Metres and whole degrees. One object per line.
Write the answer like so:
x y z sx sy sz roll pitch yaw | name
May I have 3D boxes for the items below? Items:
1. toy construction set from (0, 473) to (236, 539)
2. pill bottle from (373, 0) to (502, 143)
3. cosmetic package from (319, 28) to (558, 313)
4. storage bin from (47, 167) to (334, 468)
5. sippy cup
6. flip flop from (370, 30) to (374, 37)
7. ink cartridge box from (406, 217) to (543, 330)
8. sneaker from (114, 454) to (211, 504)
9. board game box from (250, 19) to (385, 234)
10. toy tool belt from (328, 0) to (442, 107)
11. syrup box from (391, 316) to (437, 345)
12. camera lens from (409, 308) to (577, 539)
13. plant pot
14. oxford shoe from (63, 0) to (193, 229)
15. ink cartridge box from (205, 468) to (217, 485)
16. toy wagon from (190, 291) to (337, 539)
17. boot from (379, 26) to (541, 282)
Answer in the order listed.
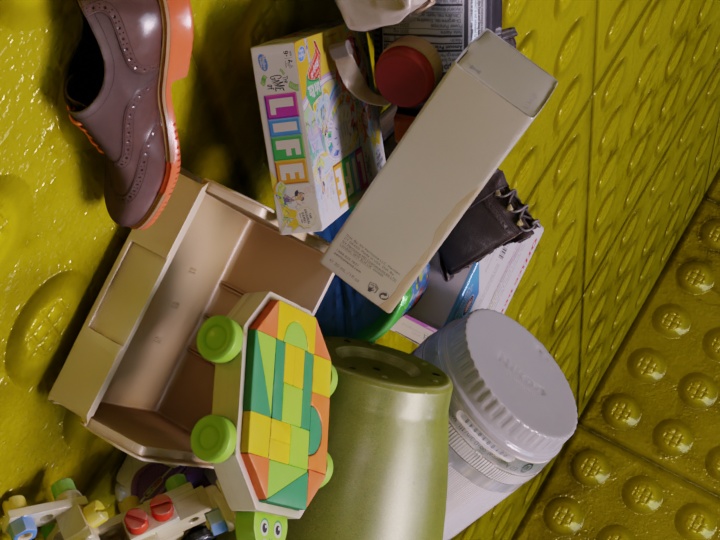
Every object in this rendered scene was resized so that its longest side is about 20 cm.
-0.165 0.194 1.081 0.131 0.199 0.092 90 -12 -56 | toy construction set
0.062 -0.202 1.148 0.106 0.106 0.201 -25 118 -61 | pill bottle
0.059 -0.075 1.081 0.200 0.073 0.104 -54 179 31 | cosmetic package
-0.122 0.039 1.084 0.201 0.093 0.198 -63 161 -1 | storage bin
0.000 0.000 1.286 0.179 0.139 0.130 -66 162 11 | sippy cup
0.055 -0.219 1.265 0.081 0.057 0.200 -65 158 -8 | flip flop
0.080 -0.023 1.450 0.147 0.146 0.200 -64 161 0 | ink cartridge box
-0.162 0.221 1.228 0.081 0.083 0.200 -51 158 -32 | sneaker
-0.027 -0.116 1.080 0.200 0.034 0.135 -47 130 -69 | board game box
0.027 -0.233 1.039 0.123 0.124 0.201 -50 124 -52 | toy tool belt
0.117 0.025 1.711 0.200 0.078 0.082 -30 142 -58 | syrup box
0.082 0.151 1.323 0.200 0.160 0.160 -43 172 29 | camera lens
-0.009 0.164 1.170 0.200 0.199 0.194 -11 116 -67 | plant pot
-0.155 -0.102 0.891 0.072 0.071 0.201 -16 139 -27 | oxford shoe
-0.077 0.126 1.325 0.200 0.084 0.147 -30 142 -59 | ink cartridge box
-0.064 0.121 1.016 0.155 0.039 0.201 30 59 -59 | toy wagon
0.110 -0.105 1.293 0.200 0.175 0.069 -40 170 34 | boot
